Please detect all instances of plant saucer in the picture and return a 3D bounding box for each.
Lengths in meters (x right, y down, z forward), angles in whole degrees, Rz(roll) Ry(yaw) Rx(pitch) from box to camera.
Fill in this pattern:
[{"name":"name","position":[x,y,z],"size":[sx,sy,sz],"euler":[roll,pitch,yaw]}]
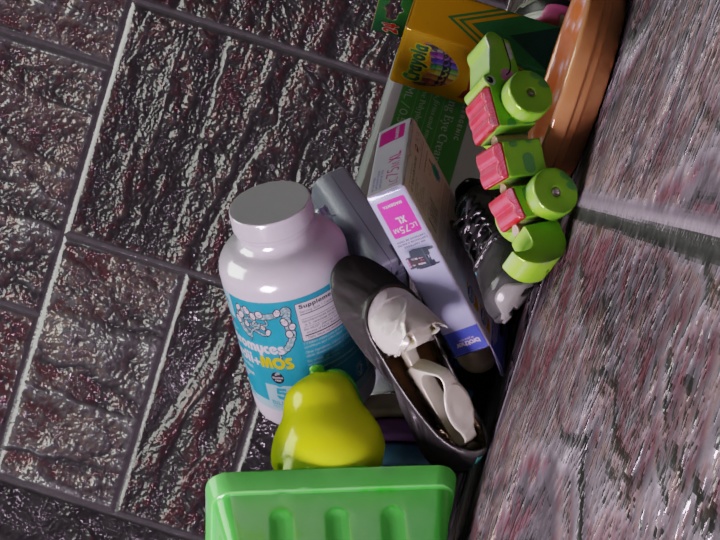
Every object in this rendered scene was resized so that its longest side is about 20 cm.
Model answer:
[{"name":"plant saucer","position":[0.175,-0.154,1.387],"size":[0.200,0.037,0.201],"euler":[-163,90,-89]}]

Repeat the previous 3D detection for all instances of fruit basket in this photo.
[{"name":"fruit basket","position":[-0.027,0.190,1.370],"size":[0.216,0.215,0.156],"euler":[-73,-8,-48]}]

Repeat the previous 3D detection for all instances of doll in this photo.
[{"name":"doll","position":[0.088,0.107,1.558],"size":[0.200,0.048,0.137],"euler":[118,173,-61]}]

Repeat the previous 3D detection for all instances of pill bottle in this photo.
[{"name":"pill bottle","position":[-0.056,0.027,1.437],"size":[0.111,0.110,0.201],"euler":[-73,-25,-55]}]

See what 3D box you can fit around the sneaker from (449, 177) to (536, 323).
[{"name":"sneaker","position":[0.106,-0.020,1.378],"size":[0.076,0.079,0.200],"euler":[-54,8,19]}]

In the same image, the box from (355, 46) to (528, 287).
[{"name":"box","position":[0.080,-0.078,1.714],"size":[0.200,0.171,0.200],"euler":[110,178,-66]}]

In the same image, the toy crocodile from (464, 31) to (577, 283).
[{"name":"toy crocodile","position":[0.115,-0.087,1.296],"size":[0.067,0.061,0.201],"euler":[-39,60,59]}]

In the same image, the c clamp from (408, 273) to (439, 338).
[{"name":"c clamp","position":[0.053,0.038,1.512],"size":[0.200,0.027,0.172],"euler":[6,-100,-85]}]

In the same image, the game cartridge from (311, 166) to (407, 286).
[{"name":"game cartridge","position":[0.000,0.000,1.570],"size":[0.200,0.041,0.133],"euler":[84,160,-56]}]

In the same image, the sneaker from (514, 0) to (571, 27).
[{"name":"sneaker","position":[0.186,-0.259,1.648],"size":[0.200,0.073,0.088],"euler":[-16,-63,-85]}]

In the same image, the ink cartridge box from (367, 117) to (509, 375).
[{"name":"ink cartridge box","position":[0.069,-0.015,1.422],"size":[0.200,0.042,0.120],"euler":[58,-159,-25]}]

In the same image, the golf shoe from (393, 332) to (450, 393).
[{"name":"golf shoe","position":[0.068,0.100,1.740],"size":[0.200,0.092,0.073],"euler":[-1,-81,-60]}]

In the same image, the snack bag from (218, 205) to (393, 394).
[{"name":"snack bag","position":[-0.041,0.045,1.555],"size":[0.021,0.189,0.200],"euler":[-31,7,-33]}]

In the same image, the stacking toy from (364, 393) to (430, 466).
[{"name":"stacking toy","position":[0.030,0.212,1.483],"size":[0.085,0.085,0.201],"euler":[108,162,-76]}]

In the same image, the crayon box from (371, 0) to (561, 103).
[{"name":"crayon box","position":[0.104,-0.202,1.583],"size":[0.127,0.199,0.051],"euler":[107,-179,-74]}]

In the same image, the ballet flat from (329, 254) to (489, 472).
[{"name":"ballet flat","position":[0.048,0.070,1.365],"size":[0.068,0.200,0.068],"euler":[-35,7,-28]}]
